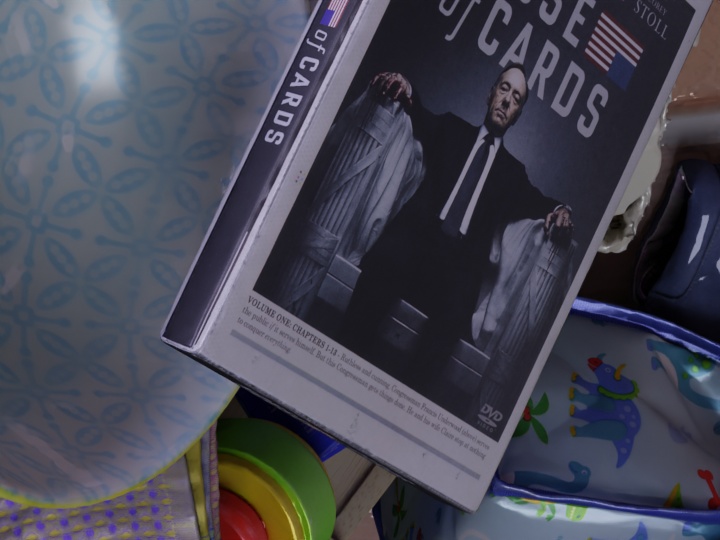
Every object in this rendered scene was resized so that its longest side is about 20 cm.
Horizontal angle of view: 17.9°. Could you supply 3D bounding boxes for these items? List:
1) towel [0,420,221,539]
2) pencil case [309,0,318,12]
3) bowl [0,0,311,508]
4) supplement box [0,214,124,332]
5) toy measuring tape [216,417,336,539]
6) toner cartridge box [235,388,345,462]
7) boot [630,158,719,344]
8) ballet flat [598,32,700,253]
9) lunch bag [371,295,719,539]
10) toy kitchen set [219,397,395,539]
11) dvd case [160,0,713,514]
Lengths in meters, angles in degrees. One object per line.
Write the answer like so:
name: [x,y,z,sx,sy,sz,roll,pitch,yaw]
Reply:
towel: [-0.115,0.127,0.785,0.142,0.023,0.201,-9,129,-11]
pencil case: [0.022,-0.135,0.793,0.199,0.091,0.083,-30,136,13]
bowl: [-0.110,-0.040,0.667,0.107,0.201,0.201,9,148,31]
supplement box: [-0.122,0.020,0.835,0.109,0.109,0.200,29,142,-6]
toy measuring tape: [-0.032,0.128,0.905,0.073,0.074,0.201,-19,106,2]
toner cartridge box: [0.000,0.000,0.870,0.043,0.095,0.200,-27,170,-34]
boot: [0.157,0.032,1.031,0.090,0.073,0.201,7,126,-11]
ballet flat: [0.107,-0.086,0.889,0.071,0.072,0.201,-6,135,-12]
lunch bag: [0.120,0.112,0.999,0.198,0.128,0.170,10,143,-15]
toy kitchen set: [-0.108,0.110,1.032,0.163,0.180,0.200,39,81,-3]
dvd case: [0.031,-0.039,0.721,0.150,0.025,0.201,33,80,-46]
